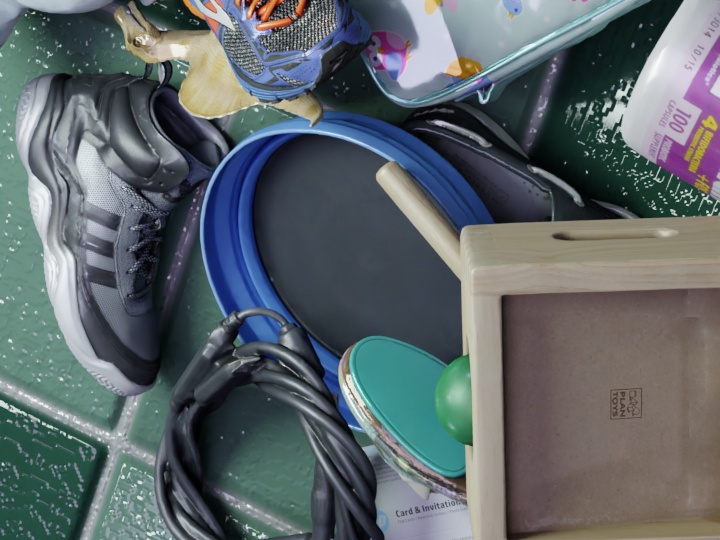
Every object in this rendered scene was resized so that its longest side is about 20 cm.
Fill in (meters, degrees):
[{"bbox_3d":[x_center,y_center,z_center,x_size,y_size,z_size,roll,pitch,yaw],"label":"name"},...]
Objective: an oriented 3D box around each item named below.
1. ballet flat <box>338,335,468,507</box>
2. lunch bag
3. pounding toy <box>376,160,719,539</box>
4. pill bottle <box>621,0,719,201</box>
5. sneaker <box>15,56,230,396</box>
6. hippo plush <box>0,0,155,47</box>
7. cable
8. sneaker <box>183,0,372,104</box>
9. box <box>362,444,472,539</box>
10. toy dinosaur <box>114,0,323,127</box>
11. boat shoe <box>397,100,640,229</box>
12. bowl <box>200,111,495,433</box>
[{"bbox_3d":[0.070,0.112,1.354,0.199,0.069,0.071,30,149,11],"label":"ballet flat"},{"bbox_3d":[0.074,-0.184,1.338,0.199,0.077,0.161,-26,94,24],"label":"lunch bag"},{"bbox_3d":[0.110,0.043,1.260,0.198,0.142,0.186,-2,103,0],"label":"pounding toy"},{"bbox_3d":[0.247,-0.067,1.280,0.199,0.112,0.113,31,111,12],"label":"pill bottle"},{"bbox_3d":[-0.131,-0.028,1.451,0.113,0.075,0.202,-13,95,25],"label":"sneaker"},{"bbox_3d":[-0.211,-0.191,1.377,0.160,0.159,0.202,-17,59,23],"label":"hippo plush"},{"bbox_3d":[-0.056,0.123,1.444,0.163,0.051,0.200,50,136,14],"label":"cable"},{"bbox_3d":[-0.064,-0.158,1.323,0.075,0.079,0.200,-39,43,-8],"label":"sneaker"},{"bbox_3d":[0.087,0.188,1.418,0.155,0.041,0.202,-14,97,23],"label":"box"},{"bbox_3d":[-0.054,-0.118,1.382,0.199,0.101,0.058,27,154,43],"label":"toy dinosaur"},{"bbox_3d":[0.099,-0.020,1.375,0.199,0.060,0.076,33,112,11],"label":"boat shoe"},{"bbox_3d":[0.000,0.000,1.394,0.199,0.039,0.202,19,129,25],"label":"bowl"}]
